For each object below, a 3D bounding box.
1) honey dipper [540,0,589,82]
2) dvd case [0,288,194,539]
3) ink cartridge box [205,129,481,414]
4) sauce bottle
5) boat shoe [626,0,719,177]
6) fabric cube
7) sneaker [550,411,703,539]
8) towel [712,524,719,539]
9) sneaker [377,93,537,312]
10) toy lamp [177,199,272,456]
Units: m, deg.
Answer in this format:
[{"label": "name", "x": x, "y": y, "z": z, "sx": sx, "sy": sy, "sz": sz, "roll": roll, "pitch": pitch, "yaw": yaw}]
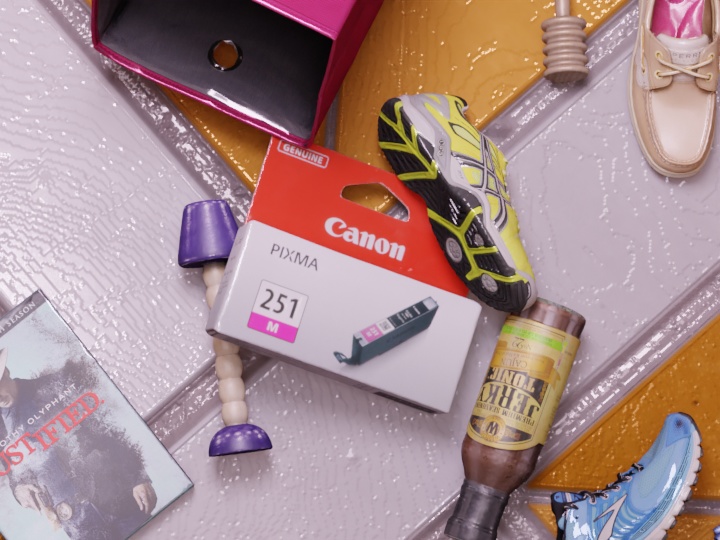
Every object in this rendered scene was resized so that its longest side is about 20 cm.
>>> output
[{"label": "honey dipper", "x": 0.164, "y": -0.254, "z": 1.732, "sx": 0.038, "sy": 0.038, "sz": 0.200, "roll": -1, "pitch": 79, "yaw": -1}, {"label": "dvd case", "x": -0.248, "y": 0.136, "z": 1.682, "sx": 0.146, "sy": 0.022, "sz": 0.200, "roll": -38, "pitch": 85, "yaw": -5}, {"label": "ink cartridge box", "x": 0.000, "y": 0.000, "z": 1.665, "sx": 0.200, "sy": 0.044, "sz": 0.174, "roll": 20, "pitch": 80, "yaw": -13}, {"label": "sauce bottle", "x": 0.118, "y": 0.120, "z": 1.670, "sx": 0.065, "sy": 0.065, "sz": 0.200, "roll": 19, "pitch": 83, "yaw": 1}, {"label": "boat shoe", "x": 0.253, "y": -0.176, "z": 1.704, "sx": 0.074, "sy": 0.069, "sz": 0.200, "roll": -1, "pitch": 83, "yaw": -1}, {"label": "fabric cube", "x": -0.075, "y": -0.249, "z": 1.623, "sx": 0.196, "sy": 0.200, "sz": 0.200, "roll": 25, "pitch": 67, "yaw": 2}, {"label": "sneaker", "x": 0.194, "y": 0.189, "z": 1.658, "sx": 0.090, "sy": 0.078, "sz": 0.200, "roll": 35, "pitch": 84, "yaw": 6}, {"label": "towel", "x": 0.391, "y": 0.242, "z": 1.682, "sx": 0.147, "sy": 0.024, "sz": 0.200, "roll": -38, "pitch": 85, "yaw": -6}, {"label": "sneaker", "x": 0.092, "y": -0.061, "z": 1.671, "sx": 0.076, "sy": 0.075, "sz": 0.200, "roll": -20, "pitch": 72, "yaw": -29}, {"label": "toy lamp", "x": -0.109, "y": 0.045, "z": 1.678, "sx": 0.058, "sy": 0.058, "sz": 0.200, "roll": -8, "pitch": 83, "yaw": -2}]
